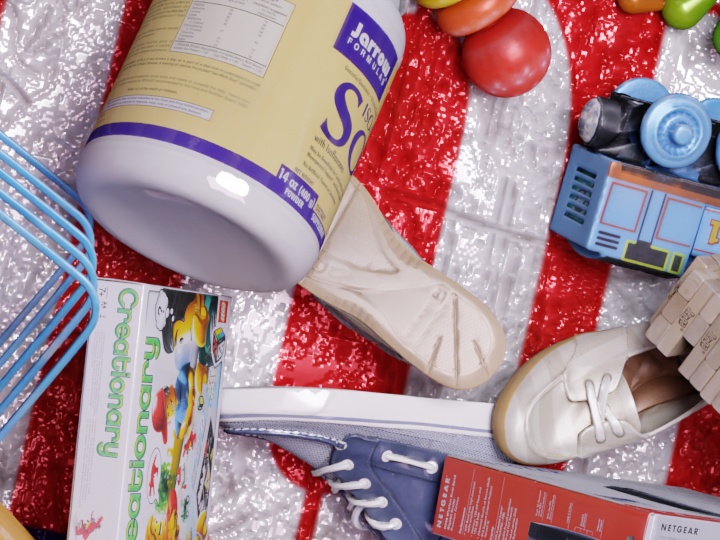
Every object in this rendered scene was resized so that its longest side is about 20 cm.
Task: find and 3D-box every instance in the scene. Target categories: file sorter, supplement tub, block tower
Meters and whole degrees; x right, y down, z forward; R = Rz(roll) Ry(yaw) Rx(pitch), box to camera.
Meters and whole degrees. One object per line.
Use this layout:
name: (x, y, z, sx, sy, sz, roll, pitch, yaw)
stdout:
file sorter: (-0.221, -0.001, 1.527, 0.139, 0.200, 0.123, 38, 98, -14)
supplement tub: (-0.060, -0.104, 1.597, 0.145, 0.145, 0.201, 29, 69, -16)
block tower: (0.250, 0.079, 1.648, 0.054, 0.200, 0.058, -5, 136, -53)

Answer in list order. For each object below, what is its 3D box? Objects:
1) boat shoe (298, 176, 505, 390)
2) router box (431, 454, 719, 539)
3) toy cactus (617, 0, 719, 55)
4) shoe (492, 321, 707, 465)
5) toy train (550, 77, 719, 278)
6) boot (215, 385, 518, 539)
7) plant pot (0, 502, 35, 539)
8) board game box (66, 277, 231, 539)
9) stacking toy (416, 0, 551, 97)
boat shoe: (0.000, 0.000, 1.679, 0.200, 0.065, 0.072, 39, 77, 3)
router box: (0.173, 0.156, 1.651, 0.199, 0.179, 0.049, 11, 91, -39)
toy cactus: (0.241, -0.212, 1.730, 0.199, 0.102, 0.166, 16, 79, -9)
shoe: (0.167, 0.065, 1.713, 0.199, 0.053, 0.070, -21, 99, -30)
toy train: (0.217, -0.046, 1.734, 0.199, 0.087, 0.115, 14, 99, -19)
boot: (0.004, 0.118, 1.682, 0.199, 0.073, 0.091, 6, 86, -18)
plant pot: (-0.253, 0.186, 1.561, 0.183, 0.200, 0.201, 40, 82, -31)
board game box: (-0.120, 0.108, 1.588, 0.034, 0.126, 0.201, 5, 88, 20)
stacking toy: (0.049, -0.190, 1.680, 0.085, 0.085, 0.200, -35, 110, -11)
